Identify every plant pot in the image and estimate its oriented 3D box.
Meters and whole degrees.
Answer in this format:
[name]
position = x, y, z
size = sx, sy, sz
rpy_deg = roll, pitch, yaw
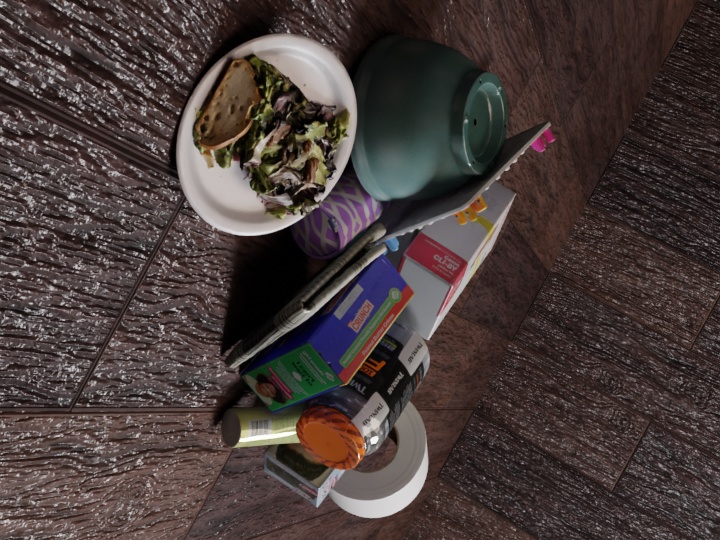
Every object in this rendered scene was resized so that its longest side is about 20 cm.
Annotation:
[plant pot]
position = 0.093, -0.178, 1.250
size = 0.200, 0.133, 0.203
rpy_deg = -17, 111, -54

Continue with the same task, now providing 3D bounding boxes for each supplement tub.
[supplement tub]
position = 0.002, 0.163, 1.413
size = 0.200, 0.122, 0.123
rpy_deg = -53, 162, -42

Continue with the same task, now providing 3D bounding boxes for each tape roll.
[tape roll]
position = 0.018, 0.316, 1.828
size = 0.204, 0.202, 0.139
rpy_deg = -55, 163, -17

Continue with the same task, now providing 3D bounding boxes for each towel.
[towel]
position = -0.062, 0.034, 1.291
size = 0.192, 0.035, 0.200
rpy_deg = -38, -175, 46

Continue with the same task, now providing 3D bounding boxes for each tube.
[tube]
position = -0.095, 0.210, 1.437
size = 0.198, 0.052, 0.058
rpy_deg = 1, 160, -38

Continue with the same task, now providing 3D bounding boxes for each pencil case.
[pencil case]
position = -0.011, -0.091, 1.310
size = 0.084, 0.086, 0.200
rpy_deg = -26, -168, 42

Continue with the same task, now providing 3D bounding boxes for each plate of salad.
[plate of salad]
position = -0.080, -0.122, 0.991
size = 0.199, 0.048, 0.202
rpy_deg = -20, 126, -30

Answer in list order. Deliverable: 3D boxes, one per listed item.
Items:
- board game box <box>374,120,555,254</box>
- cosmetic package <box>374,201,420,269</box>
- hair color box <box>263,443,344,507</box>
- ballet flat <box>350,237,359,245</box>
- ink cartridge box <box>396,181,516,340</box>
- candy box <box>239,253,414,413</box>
[board game box]
position = 0.127, -0.101, 1.321
size = 0.200, 0.026, 0.199
rpy_deg = -43, -167, -34
[cosmetic package]
position = 0.068, -0.091, 1.522
size = 0.107, 0.084, 0.202
rpy_deg = -31, 145, -54
[hair color box]
position = -0.046, 0.237, 1.555
size = 0.200, 0.098, 0.061
rpy_deg = -49, 160, -34
[ballet flat]
position = 0.000, 0.000, 1.485
size = 0.067, 0.067, 0.202
rpy_deg = -86, 171, -59
[ink cartridge box]
position = 0.124, -0.026, 1.468
size = 0.200, 0.083, 0.146
rpy_deg = -52, 168, -34
[candy box]
position = -0.044, 0.083, 1.345
size = 0.169, 0.077, 0.200
rpy_deg = -49, -170, -34
